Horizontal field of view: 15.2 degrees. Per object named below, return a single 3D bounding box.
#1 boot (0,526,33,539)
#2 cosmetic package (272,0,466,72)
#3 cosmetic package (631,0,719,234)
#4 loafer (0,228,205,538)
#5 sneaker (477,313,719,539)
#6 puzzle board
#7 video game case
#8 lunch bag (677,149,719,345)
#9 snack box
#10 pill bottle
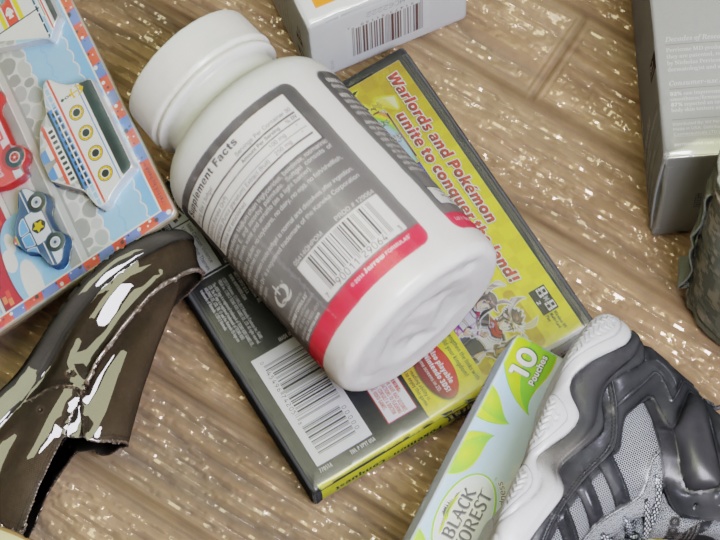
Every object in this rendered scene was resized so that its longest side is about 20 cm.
[{"bbox_3d":[-0.175,0.228,1.366,0.199,0.073,0.156,31,69,7],"label":"boot"},{"bbox_3d":[-0.024,-0.222,1.544,0.101,0.071,0.201,-24,69,-8],"label":"cosmetic package"},{"bbox_3d":[0.194,-0.134,1.484,0.090,0.107,0.201,-5,66,0],"label":"cosmetic package"},{"bbox_3d":[-0.144,0.066,1.434,0.071,0.073,0.200,39,85,11],"label":"loafer"},{"bbox_3d":[0.125,0.126,1.332,0.113,0.076,0.201,25,67,1],"label":"sneaker"},{"bbox_3d":[-0.202,-0.071,1.481,0.150,0.017,0.201,-33,66,12],"label":"puzzle board"},{"bbox_3d":[0.000,0.000,1.479,0.180,0.026,0.200,-30,70,-10],"label":"video game case"},{"bbox_3d":[0.266,0.003,1.395,0.199,0.164,0.118,10,67,6],"label":"lunch bag"},{"bbox_3d":[0.093,0.155,1.387,0.142,0.053,0.201,28,71,0],"label":"snack box"},{"bbox_3d":[-0.031,-0.042,1.423,0.111,0.111,0.200,-38,71,-13],"label":"pill bottle"}]
